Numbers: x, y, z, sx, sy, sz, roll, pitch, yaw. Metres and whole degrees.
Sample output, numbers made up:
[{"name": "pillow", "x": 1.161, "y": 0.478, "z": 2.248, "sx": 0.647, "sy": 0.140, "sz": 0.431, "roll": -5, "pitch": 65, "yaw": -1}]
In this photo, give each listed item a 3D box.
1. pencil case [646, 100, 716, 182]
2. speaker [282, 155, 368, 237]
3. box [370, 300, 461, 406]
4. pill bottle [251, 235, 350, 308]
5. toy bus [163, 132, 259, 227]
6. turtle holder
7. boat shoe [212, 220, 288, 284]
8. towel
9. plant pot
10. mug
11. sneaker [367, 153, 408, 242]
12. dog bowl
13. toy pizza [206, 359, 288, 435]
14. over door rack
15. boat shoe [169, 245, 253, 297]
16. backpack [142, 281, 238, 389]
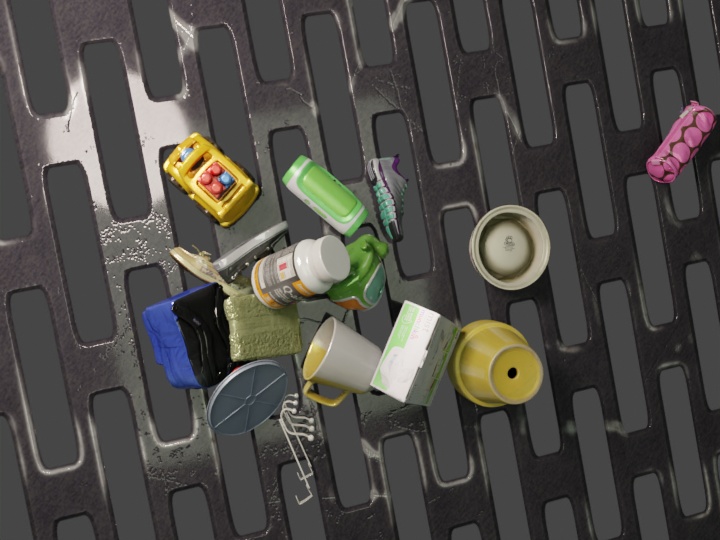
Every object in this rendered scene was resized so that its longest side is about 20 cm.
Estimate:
[{"name": "pencil case", "x": 0.801, "y": -0.322, "z": 1.484, "sx": 0.201, "sy": 0.090, "sz": 0.094, "roll": -54, "pitch": 133, "yaw": -7}, {"name": "speaker", "x": -0.078, "y": -0.168, "z": 1.339, "sx": 0.200, "sy": 0.088, "sz": 0.089, "roll": 40, "pitch": 84, "yaw": -7}, {"name": "box", "x": 0.130, "y": 0.190, "z": 1.317, "sx": 0.096, "sy": 0.176, "sz": 0.202, "roll": 21, "pitch": 87, "yaw": 29}, {"name": "pill bottle", "x": -0.125, "y": 0.003, "z": 1.236, "sx": 0.199, "sy": 0.116, "sz": 0.117, "roll": -20, "pitch": 94, "yaw": 36}, {"name": "toy bus", "x": -0.322, "y": -0.201, "z": 1.246, "sx": 0.200, "sy": 0.192, "sz": 0.136, "roll": 43, "pitch": 85, "yaw": -5}, {"name": "turtle holder", "x": -0.009, "y": 0.006, "z": 1.337, "sx": 0.140, "sy": 0.186, "sz": 0.132, "roll": -25, "pitch": 123, "yaw": 24}, {"name": "boat shoe", "x": -0.234, "y": -0.042, "z": 1.305, "sx": 0.199, "sy": 0.068, "sz": 0.057, "roll": -37, "pitch": 106, "yaw": -29}, {"name": "towel", "x": -0.208, "y": 0.120, "z": 1.292, "sx": 0.199, "sy": 0.036, "sz": 0.150, "roll": -4, "pitch": 83, "yaw": -49}, {"name": "plant pot", "x": 0.317, "y": 0.221, "z": 1.352, "sx": 0.198, "sy": 0.189, "sz": 0.203, "roll": 0, "pitch": 90, "yaw": -8}, {"name": "mug", "x": -0.037, "y": 0.211, "z": 1.338, "sx": 0.152, "sy": 0.186, "sz": 0.151, "roll": 26, "pitch": 53, "yaw": -17}, {"name": "sneaker", "x": 0.085, "y": -0.171, "z": 1.373, "sx": 0.087, "sy": 0.074, "sz": 0.202, "roll": -17, "pitch": 92, "yaw": -14}, {"name": "dog bowl", "x": 0.348, "y": -0.054, "z": 1.415, "sx": 0.198, "sy": 0.074, "sz": 0.203, "roll": 0, "pitch": 90, "yaw": -9}, {"name": "toy pizza", "x": -0.247, "y": 0.274, "z": 1.288, "sx": 0.199, "sy": 0.032, "sz": 0.202, "roll": -25, "pitch": 134, "yaw": -29}, {"name": "over door rack", "x": -0.127, "y": 0.382, "z": 1.301, "sx": 0.066, "sy": 0.148, "sz": 0.202, "roll": -12, "pitch": 92, "yaw": -3}, {"name": "boat shoe", "x": -0.327, "y": 0.001, "z": 1.309, "sx": 0.199, "sy": 0.073, "sz": 0.063, "roll": 35, "pitch": 78, "yaw": -19}, {"name": "backpack", "x": -0.354, "y": 0.146, "z": 1.253, "sx": 0.162, "sy": 0.167, "sz": 0.202, "roll": -29, "pitch": 103, "yaw": -52}]
